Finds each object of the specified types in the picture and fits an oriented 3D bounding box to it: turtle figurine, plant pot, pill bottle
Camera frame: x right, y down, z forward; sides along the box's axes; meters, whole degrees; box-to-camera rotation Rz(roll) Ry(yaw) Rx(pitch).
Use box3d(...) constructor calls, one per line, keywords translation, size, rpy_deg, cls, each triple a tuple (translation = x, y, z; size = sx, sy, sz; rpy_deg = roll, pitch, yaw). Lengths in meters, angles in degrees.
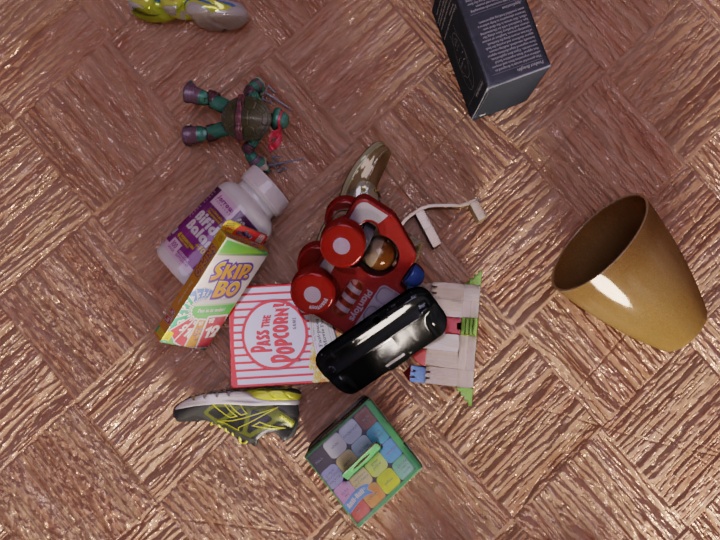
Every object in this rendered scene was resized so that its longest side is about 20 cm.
box3d(translation=(-0.179, -0.237, 1.175), size=(0.194, 0.101, 0.154), rpy_deg=(7, 83, 4), cls="turtle figurine")
box3d(translation=(0.423, 0.023, 1.136), size=(0.199, 0.186, 0.187), rpy_deg=(41, 83, -9), cls="plant pot")
box3d(translation=(-0.204, -0.061, 1.142), size=(0.112, 0.112, 0.200), rpy_deg=(44, 84, 3), cls="pill bottle")

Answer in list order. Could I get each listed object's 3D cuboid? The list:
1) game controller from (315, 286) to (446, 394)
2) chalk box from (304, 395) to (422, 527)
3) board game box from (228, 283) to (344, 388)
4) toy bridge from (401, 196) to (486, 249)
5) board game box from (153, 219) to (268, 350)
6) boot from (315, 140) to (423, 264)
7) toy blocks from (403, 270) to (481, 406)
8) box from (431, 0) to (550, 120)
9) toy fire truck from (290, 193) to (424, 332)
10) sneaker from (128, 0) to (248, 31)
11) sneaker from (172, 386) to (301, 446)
box3d(translation=(0.032, 0.105, 1.089), size=(0.198, 0.104, 0.043), rpy_deg=(-34, 47, 9), cls="game controller")
box3d(translation=(0.003, 0.267, 1.067), size=(0.124, 0.200, 0.125), rpy_deg=(-39, 86, -6), cls="chalk box")
box3d(translation=(-0.104, 0.098, 1.160), size=(0.194, 0.046, 0.156), rpy_deg=(-4, 83, -3), cls="board game box")
box3d(translation=(0.107, -0.067, 1.197), size=(0.197, 0.027, 0.068), rpy_deg=(-30, 84, -4), cls="toy bridge")
box3d(translation=(-0.211, 0.024, 1.093), size=(0.030, 0.095, 0.203), rpy_deg=(38, 101, 34), cls="board game box")
box3d(translation=(0.035, -0.081, 1.153), size=(0.152, 0.072, 0.204), rpy_deg=(28, 89, 21), cls="boot")
box3d(translation=(0.113, 0.097, 1.155), size=(0.133, 0.100, 0.206), rpy_deg=(4, 82, 10), cls="toy blocks")
box3d(translation=(0.199, -0.366, 1.175), size=(0.104, 0.148, 0.205), rpy_deg=(-18, 85, -4), cls="box")
box3d(translation=(0.000, 0.000, 1.080), size=(0.165, 0.113, 0.202), rpy_deg=(30, 112, -12), cls="toy fire truck")
box3d(translation=(-0.273, -0.452, 1.203), size=(0.194, 0.076, 0.108), rpy_deg=(7, 82, -1), cls="sneaker")
box3d(translation=(-0.184, 0.223, 1.128), size=(0.194, 0.075, 0.087), rpy_deg=(-3, 84, -3), cls="sneaker")
